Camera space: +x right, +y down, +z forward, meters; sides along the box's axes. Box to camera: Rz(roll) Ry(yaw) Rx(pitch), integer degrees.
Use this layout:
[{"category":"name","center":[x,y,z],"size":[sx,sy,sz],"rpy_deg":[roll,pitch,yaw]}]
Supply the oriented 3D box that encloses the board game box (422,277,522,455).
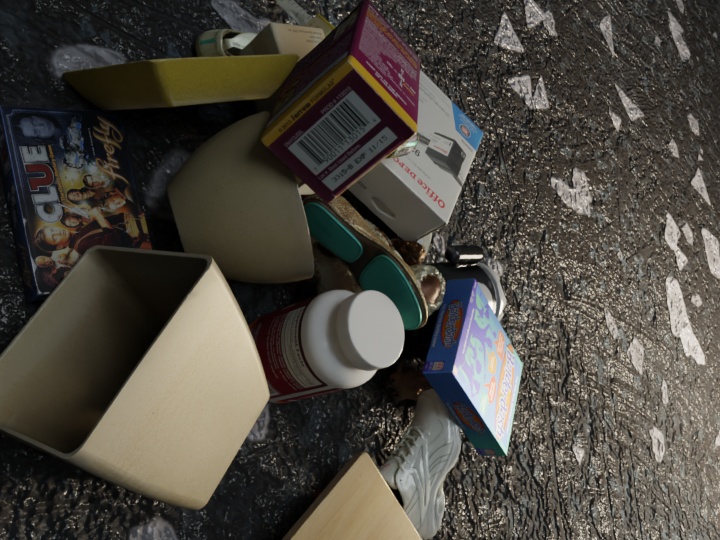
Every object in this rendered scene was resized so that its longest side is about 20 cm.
[{"category":"board game box","center":[0.158,0.133,0.989],"size":[0.200,0.045,0.153],"rpy_deg":[55,41,-38]}]

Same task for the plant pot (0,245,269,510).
[{"category":"plant pot","center":[-0.206,0.112,0.699],"size":[0.177,0.199,0.201],"rpy_deg":[55,53,-39]}]

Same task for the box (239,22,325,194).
[{"category":"box","center":[-0.073,-0.203,0.935],"size":[0.095,0.078,0.201],"rpy_deg":[-12,81,-44]}]

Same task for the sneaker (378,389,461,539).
[{"category":"sneaker","center":[0.070,0.256,0.975],"size":[0.099,0.078,0.202],"rpy_deg":[13,82,-29]}]

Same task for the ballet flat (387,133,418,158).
[{"category":"ballet flat","center":[0.009,-0.205,0.964],"size":[0.072,0.072,0.200],"rpy_deg":[3,32,-43]}]

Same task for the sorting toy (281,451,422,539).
[{"category":"sorting toy","center":[-0.020,0.362,0.877],"size":[0.200,0.069,0.200],"rpy_deg":[-41,104,-43]}]

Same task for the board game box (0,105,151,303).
[{"category":"board game box","center":[-0.304,-0.073,0.786],"size":[0.135,0.034,0.202],"rpy_deg":[-9,82,-44]}]

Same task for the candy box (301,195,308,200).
[{"category":"candy box","center":[-0.045,-0.193,1.056],"size":[0.200,0.061,0.137],"rpy_deg":[-33,97,-45]}]

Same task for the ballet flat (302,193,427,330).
[{"category":"ballet flat","center":[0.013,-0.019,0.854],"size":[0.200,0.070,0.065],"rpy_deg":[49,34,-4]}]

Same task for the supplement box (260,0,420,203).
[{"category":"supplement box","center":[-0.015,-0.188,0.798],"size":[0.103,0.131,0.201],"rpy_deg":[41,31,-23]}]

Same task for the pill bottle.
[{"category":"pill bottle","center":[-0.046,0.088,0.856],"size":[0.112,0.199,0.114],"rpy_deg":[17,65,-39]}]

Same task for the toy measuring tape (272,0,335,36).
[{"category":"toy measuring tape","center":[-0.059,-0.335,1.065],"size":[0.073,0.074,0.200],"rpy_deg":[-11,49,-45]}]

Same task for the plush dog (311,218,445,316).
[{"category":"plush dog","center":[0.000,0.000,0.989],"size":[0.199,0.161,0.172],"rpy_deg":[22,40,-13]}]

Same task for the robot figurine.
[{"category":"robot figurine","center":[0.131,0.049,1.090],"size":[0.199,0.150,0.125],"rpy_deg":[-5,64,-44]}]

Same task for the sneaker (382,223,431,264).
[{"category":"sneaker","center":[0.078,-0.086,1.140],"size":[0.079,0.073,0.201],"rpy_deg":[53,40,-49]}]

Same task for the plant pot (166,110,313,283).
[{"category":"plant pot","center":[-0.147,-0.070,0.849],"size":[0.134,0.200,0.202],"rpy_deg":[-16,86,-11]}]

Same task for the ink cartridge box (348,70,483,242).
[{"category":"ink cartridge box","center":[0.079,-0.165,1.053],"size":[0.145,0.084,0.201],"rpy_deg":[40,52,-19]}]

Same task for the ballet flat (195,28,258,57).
[{"category":"ballet flat","center":[-0.131,-0.299,1.009],"size":[0.199,0.069,0.070],"rpy_deg":[-10,82,-45]}]

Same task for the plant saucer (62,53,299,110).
[{"category":"plant saucer","center":[-0.202,-0.214,0.837],"size":[0.199,0.199,0.049],"rpy_deg":[-20,110,-45]}]

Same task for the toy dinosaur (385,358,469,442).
[{"category":"toy dinosaur","center":[0.144,0.167,1.087],"size":[0.199,0.086,0.136],"rpy_deg":[-24,94,-43]}]
